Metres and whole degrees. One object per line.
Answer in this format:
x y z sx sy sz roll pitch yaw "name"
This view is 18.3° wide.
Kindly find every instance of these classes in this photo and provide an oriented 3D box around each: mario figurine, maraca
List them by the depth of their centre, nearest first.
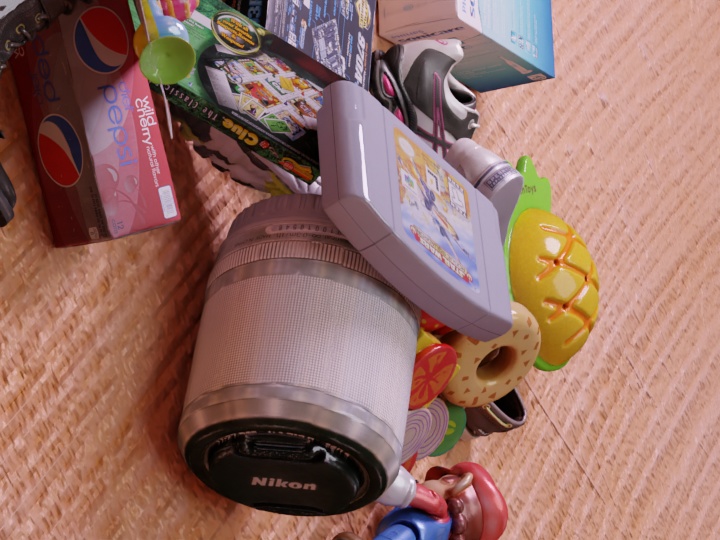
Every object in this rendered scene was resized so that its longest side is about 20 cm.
0.032 0.209 1.799 0.106 0.123 0.200 53 40 7 "mario figurine"
0.160 -0.006 2.064 0.137 0.107 0.200 -14 93 -61 "maraca"

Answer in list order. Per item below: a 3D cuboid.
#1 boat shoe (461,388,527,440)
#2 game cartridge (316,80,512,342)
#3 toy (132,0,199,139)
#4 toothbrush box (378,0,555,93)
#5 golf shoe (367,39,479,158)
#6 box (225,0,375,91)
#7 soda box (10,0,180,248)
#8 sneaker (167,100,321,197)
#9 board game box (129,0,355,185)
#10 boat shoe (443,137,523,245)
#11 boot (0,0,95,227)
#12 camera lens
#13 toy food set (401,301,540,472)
0.084 0.064 1.953 0.200 0.059 0.072 64 33 -27 "boat shoe"
0.042 -0.036 1.621 0.200 0.042 0.133 39 30 -40 "game cartridge"
-0.131 -0.190 1.459 0.200 0.047 0.115 -104 -177 -50 "toy"
0.098 -0.263 2.060 0.200 0.085 0.147 20 64 -58 "toothbrush box"
0.068 -0.107 1.924 0.077 0.088 0.200 -104 175 -54 "golf shoe"
-0.050 -0.174 1.803 0.159 0.046 0.200 39 48 -50 "box"
-0.185 -0.120 1.501 0.063 0.070 0.200 -17 98 -41 "soda box"
-0.060 -0.101 1.678 0.200 0.074 0.085 42 63 -17 "sneaker"
-0.102 -0.149 1.614 0.200 0.023 0.105 31 46 -10 "board game box"
0.074 -0.034 1.829 0.071 0.070 0.200 -36 159 -29 "boat shoe"
-0.218 -0.148 1.404 0.174 0.069 0.200 -38 115 -32 "boot"
-0.041 0.066 1.620 0.160 0.160 0.200 47 43 -45 "camera lens"
0.053 0.088 1.802 0.198 0.049 0.200 -50 149 -2 "toy food set"
